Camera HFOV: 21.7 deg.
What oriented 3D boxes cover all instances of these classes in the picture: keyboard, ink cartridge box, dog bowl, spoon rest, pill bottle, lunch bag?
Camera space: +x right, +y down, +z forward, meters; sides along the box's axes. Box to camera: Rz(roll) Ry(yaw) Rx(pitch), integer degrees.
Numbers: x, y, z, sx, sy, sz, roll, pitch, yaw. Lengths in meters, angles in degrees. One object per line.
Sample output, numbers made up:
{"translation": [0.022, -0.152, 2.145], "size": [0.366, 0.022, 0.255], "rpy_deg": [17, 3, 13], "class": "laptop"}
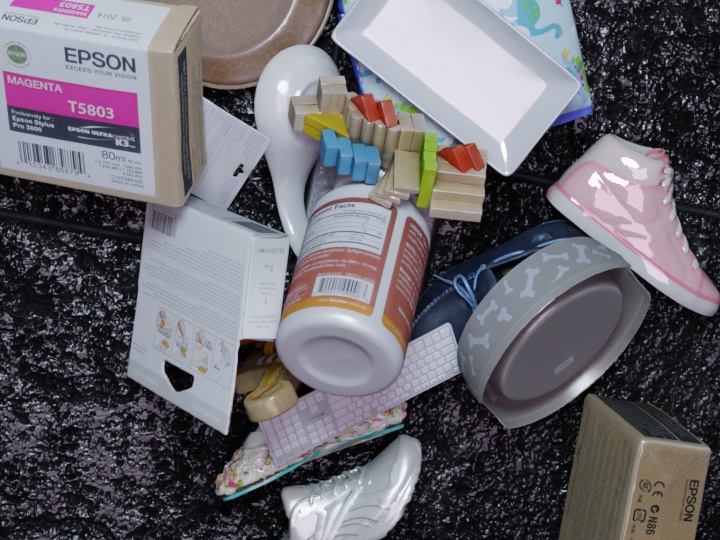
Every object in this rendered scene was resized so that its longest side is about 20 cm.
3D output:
{"translation": [0.002, 0.113, 1.721], "size": [0.199, 0.011, 0.057], "rpy_deg": [-26, 128, -11], "class": "keyboard"}
{"translation": [-0.238, -0.154, 1.620], "size": [0.198, 0.075, 0.166], "rpy_deg": [10, 131, 12], "class": "ink cartridge box"}
{"translation": [0.173, 0.053, 1.720], "size": [0.200, 0.200, 0.059], "rpy_deg": [-41, 60, 2], "class": "dog bowl"}
{"translation": [-0.053, -0.105, 1.713], "size": [0.099, 0.060, 0.202], "rpy_deg": [-15, 107, -38], "class": "spoon rest"}
{"translation": [-0.138, 0.034, 1.667], "size": [0.043, 0.199, 0.175], "rpy_deg": [0, 103, -34], "class": "ink cartridge box"}
{"translation": [0.000, 0.000, 1.631], "size": [0.111, 0.201, 0.113], "rpy_deg": [9, 141, 8], "class": "pill bottle"}
{"translation": [0.088, -0.198, 1.685], "size": [0.198, 0.127, 0.172], "rpy_deg": [-18, 103, -13], "class": "lunch bag"}
{"translation": [0.249, 0.235, 1.755], "size": [0.074, 0.165, 0.202], "rpy_deg": [7, 100, -11], "class": "ink cartridge box"}

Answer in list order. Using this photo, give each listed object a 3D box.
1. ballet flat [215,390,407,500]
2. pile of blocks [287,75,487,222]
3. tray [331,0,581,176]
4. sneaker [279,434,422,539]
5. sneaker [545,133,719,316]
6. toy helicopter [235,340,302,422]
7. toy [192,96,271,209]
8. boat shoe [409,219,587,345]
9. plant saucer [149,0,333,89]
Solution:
{"translation": [-0.052, 0.150, 1.766], "size": [0.198, 0.076, 0.064], "rpy_deg": [-22, 93, -12], "class": "ballet flat"}
{"translation": [0.022, -0.109, 1.611], "size": [0.199, 0.082, 0.062], "rpy_deg": [24, 138, 12], "class": "pile of blocks"}
{"translation": [0.083, -0.182, 1.620], "size": [0.199, 0.022, 0.108], "rpy_deg": [38, 104, -5], "class": "tray"}
{"translation": [-0.024, 0.225, 1.777], "size": [0.099, 0.078, 0.200], "rpy_deg": [39, 93, -8], "class": "sneaker"}
{"translation": [0.280, -0.048, 1.759], "size": [0.200, 0.075, 0.105], "rpy_deg": [38, 100, -7], "class": "sneaker"}
{"translation": [-0.057, 0.087, 1.682], "size": [0.131, 0.200, 0.080], "rpy_deg": [-17, 104, 13], "class": "toy helicopter"}
{"translation": [-0.180, -0.148, 1.691], "size": [0.199, 0.047, 0.115], "rpy_deg": [29, 140, -9], "class": "toy"}
{"translation": [0.123, 0.014, 1.756], "size": [0.200, 0.069, 0.084], "rpy_deg": [-40, 102, 3], "class": "boat shoe"}
{"translation": [-0.119, -0.264, 1.676], "size": [0.198, 0.037, 0.203], "rpy_deg": [-5, 102, -23], "class": "plant saucer"}
